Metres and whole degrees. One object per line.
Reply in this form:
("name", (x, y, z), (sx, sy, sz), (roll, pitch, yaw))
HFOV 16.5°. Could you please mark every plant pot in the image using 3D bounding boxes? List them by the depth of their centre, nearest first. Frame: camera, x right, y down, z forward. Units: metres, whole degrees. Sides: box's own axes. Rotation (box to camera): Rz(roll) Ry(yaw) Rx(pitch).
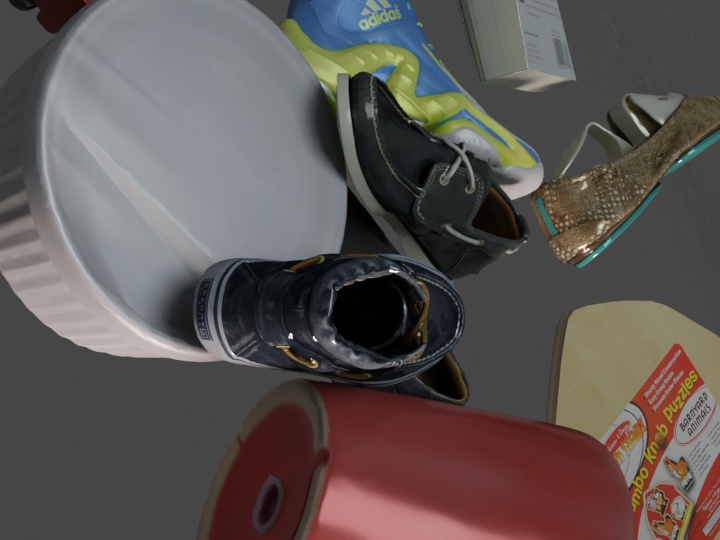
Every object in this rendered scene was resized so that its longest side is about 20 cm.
("plant pot", (0.020, 0.151, 1.316), (0.177, 0.200, 0.201), (23, 65, -24))

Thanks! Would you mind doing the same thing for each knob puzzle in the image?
("knob puzzle", (0.175, 0.107, 1.559), (0.219, 0.030, 0.221), (11, 73, -39))

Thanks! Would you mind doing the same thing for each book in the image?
("book", (0.084, -0.213, 1.521), (0.134, 0.048, 0.201), (-3, 79, -71))

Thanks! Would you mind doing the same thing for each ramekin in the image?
("ramekin", (-0.111, -0.046, 1.304), (0.202, 0.094, 0.204), (12, 71, -39))

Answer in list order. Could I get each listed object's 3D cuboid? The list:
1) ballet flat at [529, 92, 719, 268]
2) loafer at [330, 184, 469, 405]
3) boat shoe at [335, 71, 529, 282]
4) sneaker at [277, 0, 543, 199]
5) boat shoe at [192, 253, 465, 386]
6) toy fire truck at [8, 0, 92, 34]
("ballet flat", (0.175, -0.077, 1.585), (0.065, 0.070, 0.200), (51, 46, -1))
("loafer", (0.000, 0.000, 1.404), (0.073, 0.072, 0.201), (-41, 105, -38))
("boat shoe", (0.038, -0.057, 1.387), (0.200, 0.067, 0.072), (49, 32, -56))
("sneaker", (0.033, -0.115, 1.461), (0.199, 0.076, 0.106), (24, 64, -34))
("boat shoe", (0.012, 0.027, 1.274), (0.200, 0.091, 0.071), (1, 91, -51))
("toy fire truck", (-0.151, -0.207, 1.340), (0.200, 0.049, 0.141), (49, 52, -20))
